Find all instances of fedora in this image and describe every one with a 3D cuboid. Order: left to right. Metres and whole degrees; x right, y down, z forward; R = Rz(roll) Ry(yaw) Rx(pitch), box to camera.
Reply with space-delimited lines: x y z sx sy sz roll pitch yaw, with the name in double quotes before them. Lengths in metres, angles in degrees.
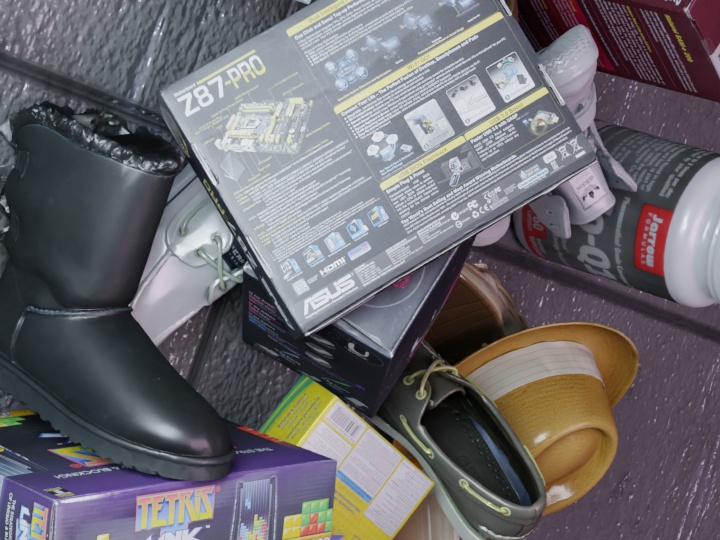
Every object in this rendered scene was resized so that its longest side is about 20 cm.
"fedora" 0.122 0.122 1.646 0.200 0.082 0.201 -16 144 -12

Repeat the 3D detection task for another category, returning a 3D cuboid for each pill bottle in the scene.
"pill bottle" 0.222 -0.039 1.674 0.114 0.200 0.114 -26 125 -44

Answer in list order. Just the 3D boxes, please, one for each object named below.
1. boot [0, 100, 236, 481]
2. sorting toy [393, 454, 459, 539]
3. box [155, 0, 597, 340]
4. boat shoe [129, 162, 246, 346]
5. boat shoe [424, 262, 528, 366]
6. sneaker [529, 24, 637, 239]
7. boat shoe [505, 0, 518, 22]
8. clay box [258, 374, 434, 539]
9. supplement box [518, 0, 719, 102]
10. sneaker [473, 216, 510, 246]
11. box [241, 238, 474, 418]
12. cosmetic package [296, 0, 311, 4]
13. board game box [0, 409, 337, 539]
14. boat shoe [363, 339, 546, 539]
"boot" -0.133 0.007 1.244 0.073 0.198 0.163 -3 115 -55
"sorting toy" -0.014 0.234 1.584 0.180 0.107 0.200 -29 127 -37
"box" 0.009 -0.078 1.286 0.200 0.049 0.161 -32 91 -9
"boat shoe" -0.092 -0.022 1.385 0.200 0.067 0.074 -58 142 -17
"boat shoe" 0.075 0.029 1.638 0.200 0.072 0.065 45 30 -51
"sneaker" 0.142 -0.092 1.542 0.075 0.115 0.200 -34 178 -12
"boat shoe" 0.065 -0.130 1.403 0.068 0.072 0.200 81 5 -52
"clay box" -0.055 0.180 1.462 0.200 0.048 0.115 -51 127 -6
"supplement box" 0.164 -0.184 1.530 0.061 0.200 0.109 -58 143 -16
"sneaker" 0.064 -0.076 1.548 0.075 0.087 0.200 -58 143 -18
"box" 0.000 0.000 1.405 0.122 0.106 0.200 -58 175 -13
"cosmetic package" -0.039 -0.263 1.305 0.200 0.113 0.081 -60 143 -11
"board game box" -0.141 0.121 1.281 0.200 0.165 0.057 -4 102 -44
"boat shoe" 0.055 0.096 1.529 0.072 0.202 0.060 -26 161 -34
